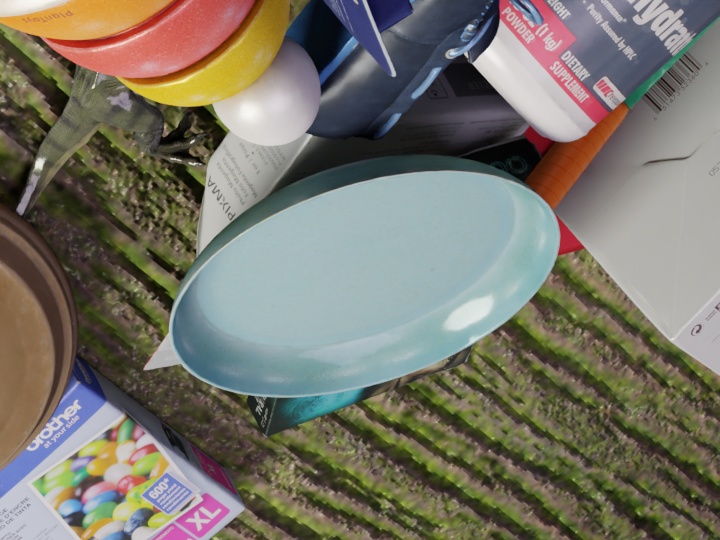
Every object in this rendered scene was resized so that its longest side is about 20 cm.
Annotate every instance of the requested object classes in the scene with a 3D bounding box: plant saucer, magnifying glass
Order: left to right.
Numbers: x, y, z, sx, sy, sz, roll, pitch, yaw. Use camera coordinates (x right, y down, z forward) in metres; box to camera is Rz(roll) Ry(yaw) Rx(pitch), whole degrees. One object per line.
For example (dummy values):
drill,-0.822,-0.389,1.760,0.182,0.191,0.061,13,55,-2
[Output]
plant saucer,-0.237,0.045,1.187,0.199,0.030,0.201,-9,124,-14
plant saucer,0.000,0.000,1.178,0.199,0.028,0.200,-13,151,-8
magnifying glass,0.139,-0.101,1.232,0.022,0.080,0.200,43,64,-14

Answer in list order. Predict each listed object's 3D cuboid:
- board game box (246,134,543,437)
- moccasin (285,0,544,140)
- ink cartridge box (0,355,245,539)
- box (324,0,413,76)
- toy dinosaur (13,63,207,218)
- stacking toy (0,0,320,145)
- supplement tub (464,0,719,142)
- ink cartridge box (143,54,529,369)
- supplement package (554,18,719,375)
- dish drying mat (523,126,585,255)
board game box,0.016,0.011,1.285,0.135,0.028,0.200,-19,154,-22
moccasin,0.033,-0.127,1.069,0.068,0.081,0.200,17,146,-28
ink cartridge box,-0.164,0.117,1.314,0.119,0.042,0.200,-40,135,6
box,-0.034,-0.178,1.014,0.032,0.200,0.121,-30,137,-6
toy dinosaur,-0.108,-0.087,1.163,0.088,0.048,0.200,-1,139,-38
stacking toy,-0.080,-0.118,1.008,0.146,0.146,0.200,-37,136,3
supplement tub,0.126,-0.173,1.158,0.200,0.141,0.140,-42,136,8
ink cartridge box,-0.020,-0.034,1.252,0.162,0.057,0.200,-8,152,-43
supplement package,0.242,-0.041,1.326,0.191,0.147,0.200,-46,141,10
dish drying mat,0.103,-0.085,1.312,0.076,0.018,0.201,-15,134,-21
